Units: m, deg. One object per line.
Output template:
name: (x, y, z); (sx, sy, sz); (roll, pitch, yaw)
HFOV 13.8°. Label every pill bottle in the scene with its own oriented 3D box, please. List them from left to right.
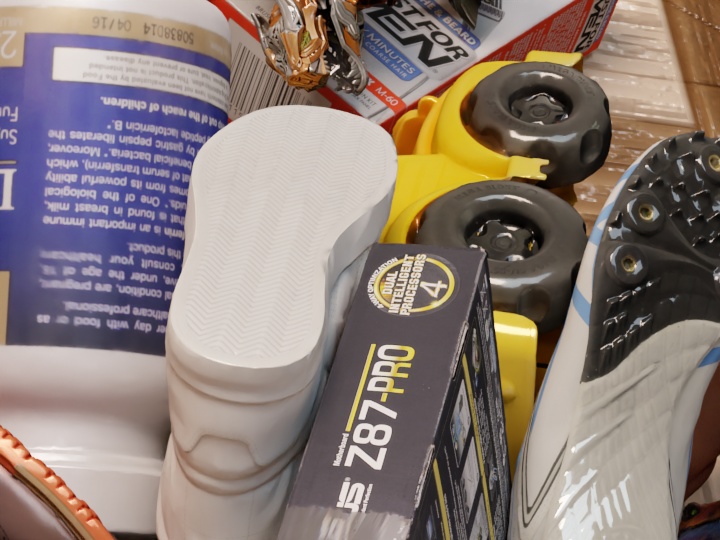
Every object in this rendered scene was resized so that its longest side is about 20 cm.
pill bottle: (-0.109, -0.002, 1.104); (0.115, 0.116, 0.201); (5, 81, -19)

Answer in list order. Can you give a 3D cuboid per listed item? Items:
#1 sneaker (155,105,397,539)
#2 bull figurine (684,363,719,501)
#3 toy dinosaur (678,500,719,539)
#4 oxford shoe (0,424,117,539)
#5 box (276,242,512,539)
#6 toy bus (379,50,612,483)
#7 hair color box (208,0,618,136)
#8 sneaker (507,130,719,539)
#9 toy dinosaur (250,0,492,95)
sneaker: (-0.035, 0.027, 1.063); (0.073, 0.116, 0.200); (12, 31, 7)
bull figurine: (0.149, 0.023, 1.190); (0.065, 0.200, 0.121); (41, 31, 6)
toy dinosaur: (0.112, 0.142, 1.117); (0.199, 0.105, 0.182); (8, 17, -18)
oxford shoe: (-0.167, 0.073, 1.008); (0.199, 0.071, 0.073); (28, 70, 15)
box: (0.018, 0.117, 1.039); (0.049, 0.201, 0.162); (3, 43, 12)
toy bus: (0.000, 0.000, 1.207); (0.191, 0.136, 0.200); (8, 42, 6)
hair color box: (0.021, -0.117, 1.357); (0.111, 0.064, 0.200); (40, 45, 17)
sneaker: (0.095, 0.044, 1.098); (0.072, 0.072, 0.201); (20, 79, -20)
toy dinosaur: (0.009, -0.168, 1.254); (0.135, 0.102, 0.201); (13, 86, -18)
